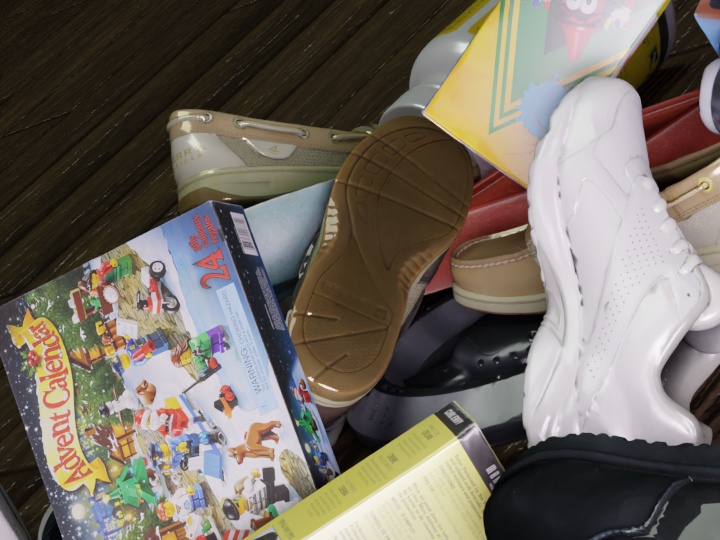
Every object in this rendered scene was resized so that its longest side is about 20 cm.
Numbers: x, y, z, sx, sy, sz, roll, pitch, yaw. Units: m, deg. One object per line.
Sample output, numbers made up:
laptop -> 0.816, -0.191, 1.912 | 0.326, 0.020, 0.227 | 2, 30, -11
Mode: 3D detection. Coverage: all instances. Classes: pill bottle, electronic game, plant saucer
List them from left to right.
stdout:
plant saucer -> -0.076, 0.006, 1.416 | 0.200, 0.039, 0.201 | -24, -5, -2
pill bottle -> 0.103, -0.122, 1.648 | 0.200, 0.113, 0.112 | -43, 20, -33
electronic game -> 0.085, 0.041, 1.340 | 0.199, 0.042, 0.200 | -21, 17, 7
plant saucer -> 0.125, -0.051, 1.471 | 0.199, 0.037, 0.200 | -18, 9, 38

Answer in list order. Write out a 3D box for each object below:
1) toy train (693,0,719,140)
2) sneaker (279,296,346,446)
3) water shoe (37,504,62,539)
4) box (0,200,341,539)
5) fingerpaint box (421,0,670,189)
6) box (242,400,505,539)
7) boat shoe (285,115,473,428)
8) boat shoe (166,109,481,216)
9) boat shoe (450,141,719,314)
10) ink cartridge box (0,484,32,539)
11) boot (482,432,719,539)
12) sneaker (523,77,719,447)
toy train -> 0.250, -0.099, 1.261 | 0.199, 0.087, 0.115 | 11, 61, 38
sneaker -> -0.043, 0.068, 1.462 | 0.099, 0.078, 0.200 | -18, 29, 19
water shoe -> -0.103, 0.139, 1.348 | 0.199, 0.072, 0.079 | -22, 23, 35
box -> -0.087, 0.086, 1.261 | 0.136, 0.201, 0.038 | -26, -13, 19
fingerpaint box -> 0.116, -0.138, 1.367 | 0.167, 0.073, 0.200 | -55, -2, 13
box -> -0.017, 0.146, 1.173 | 0.199, 0.075, 0.050 | -34, 15, -4
boat shoe -> 0.000, 0.000, 1.344 | 0.065, 0.073, 0.200 | -55, 4, 48
boat shoe -> -0.019, -0.064, 1.501 | 0.200, 0.064, 0.073 | -5, -15, -31
boat shoe -> 0.125, -0.027, 1.304 | 0.199, 0.067, 0.074 | -12, 20, 34
ink cartridge box -> -0.246, 0.109, 1.500 | 0.045, 0.177, 0.200 | -33, 17, -7
boot -> 0.083, 0.141, 1.022 | 0.198, 0.074, 0.163 | -8, 32, 52
sneaker -> 0.131, 0.005, 1.195 | 0.099, 0.078, 0.201 | -7, 70, 23
